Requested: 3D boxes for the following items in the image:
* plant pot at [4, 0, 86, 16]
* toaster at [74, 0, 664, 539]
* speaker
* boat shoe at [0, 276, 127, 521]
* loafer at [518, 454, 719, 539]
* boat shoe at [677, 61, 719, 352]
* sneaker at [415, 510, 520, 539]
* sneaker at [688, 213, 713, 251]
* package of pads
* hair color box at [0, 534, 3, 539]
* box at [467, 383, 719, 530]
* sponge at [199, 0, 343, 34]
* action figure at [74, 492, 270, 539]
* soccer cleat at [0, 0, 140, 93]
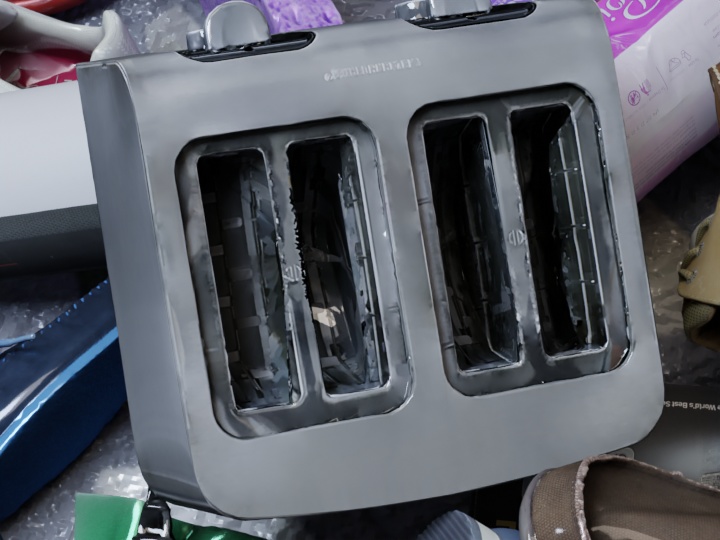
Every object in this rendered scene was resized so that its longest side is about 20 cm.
[{"bbox_3d":[-0.175,-0.223,1.057,0.200,0.183,0.201,-2,57,3],"label":"plant pot"},{"bbox_3d":[0.000,0.000,0.834,0.181,0.119,0.200,-9,91,-14],"label":"toaster"},{"bbox_3d":[-0.131,-0.038,0.965,0.200,0.081,0.081,-7,55,21],"label":"speaker"},{"bbox_3d":[-0.163,0.061,0.933,0.069,0.084,0.200,40,66,20],"label":"boat shoe"},{"bbox_3d":[0.148,0.106,0.784,0.200,0.071,0.073,22,44,-16],"label":"loafer"},{"bbox_3d":[0.157,0.004,0.889,0.074,0.076,0.200,-18,55,12],"label":"boat shoe"},{"bbox_3d":[0.028,0.184,0.812,0.082,0.200,0.070,19,19,-20],"label":"sneaker"},{"bbox_3d":[0.207,-0.067,0.995,0.087,0.075,0.200,24,62,25],"label":"sneaker"},{"bbox_3d":[0.106,-0.093,0.997,0.200,0.076,0.120,-40,35,-20],"label":"package of pads"},{"bbox_3d":[-0.225,0.110,0.742,0.200,0.061,0.100,5,57,9],"label":"hair color box"},{"bbox_3d":[0.139,0.124,0.888,0.200,0.050,0.158,5,59,7],"label":"box"},{"bbox_3d":[-0.033,-0.094,1.005,0.030,0.112,0.200,-19,58,-13],"label":"sponge"},{"bbox_3d":[-0.081,0.192,0.861,0.118,0.055,0.200,13,66,11],"label":"action figure"},{"bbox_3d":[-0.190,-0.092,1.031,0.200,0.086,0.070,1,57,5],"label":"soccer cleat"}]
